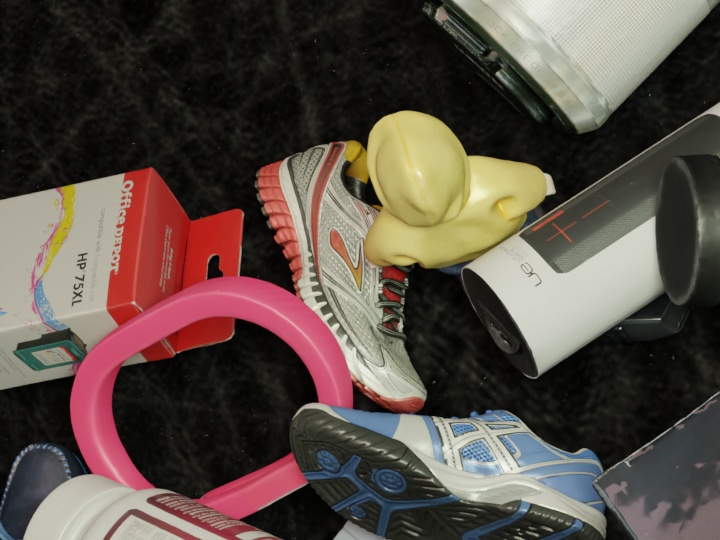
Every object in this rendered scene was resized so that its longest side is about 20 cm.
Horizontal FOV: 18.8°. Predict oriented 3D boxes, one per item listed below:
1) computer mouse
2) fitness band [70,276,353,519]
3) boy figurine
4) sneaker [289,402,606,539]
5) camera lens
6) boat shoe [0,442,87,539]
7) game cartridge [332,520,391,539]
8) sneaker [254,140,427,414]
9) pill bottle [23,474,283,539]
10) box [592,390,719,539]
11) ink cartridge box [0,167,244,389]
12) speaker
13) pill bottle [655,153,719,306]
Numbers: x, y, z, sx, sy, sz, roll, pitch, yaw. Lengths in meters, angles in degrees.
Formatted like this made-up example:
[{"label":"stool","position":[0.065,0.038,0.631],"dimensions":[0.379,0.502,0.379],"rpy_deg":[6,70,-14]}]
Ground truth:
[{"label":"computer mouse","position":[0.209,0.020,1.329],"dimensions":[0.200,0.034,0.059],"rpy_deg":[1,52,17]},{"label":"fitness band","position":[-0.095,0.084,1.367],"dimensions":[0.200,0.037,0.144],"rpy_deg":[-28,95,32]},{"label":"boy figurine","position":[0.052,-0.035,1.311],"dimensions":[0.124,0.200,0.064],"rpy_deg":[-25,65,16]},{"label":"sneaker","position":[0.054,0.121,1.310],"dimensions":[0.200,0.076,0.077],"rpy_deg":[20,46,1]},{"label":"camera lens","position":[0.143,-0.197,1.351],"dimensions":[0.200,0.160,0.160],"rpy_deg":[-46,63,1]},{"label":"boat shoe","position":[-0.209,0.206,1.405],"dimensions":[0.084,0.069,0.200],"rpy_deg":[-10,69,18]},{"label":"game cartridge","position":[0.005,0.244,1.328],"dimensions":[0.133,0.040,0.200],"rpy_deg":[36,88,31]},{"label":"sneaker","position":[0.000,0.000,1.387],"dimensions":[0.082,0.078,0.200],"rpy_deg":[-27,65,10]},{"label":"pill bottle","position":[-0.106,0.196,1.314],"dimensions":[0.200,0.110,0.110],"rpy_deg":[18,80,38]},{"label":"box","position":[0.258,0.122,1.178],"dimensions":[0.198,0.200,0.123],"rpy_deg":[-37,64,7]},{"label":"ink cartridge box","position":[-0.183,0.004,1.448],"dimensions":[0.200,0.067,0.116],"rpy_deg":[-12,51,18]},{"label":"speaker","position":[0.161,-0.019,1.300],"dimensions":[0.200,0.081,0.081],"rpy_deg":[-32,63,-10]},{"label":"pill bottle","position":[0.274,-0.025,1.228],"dimensions":[0.200,0.112,0.112],"rpy_deg":[-1,70,-8]}]
